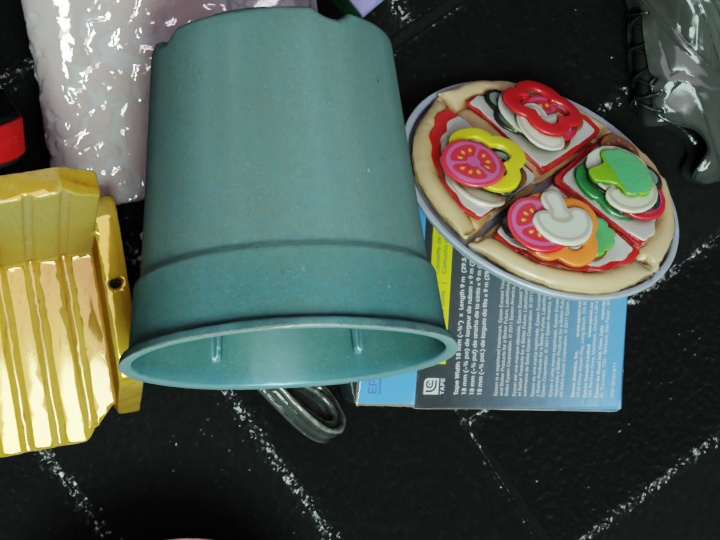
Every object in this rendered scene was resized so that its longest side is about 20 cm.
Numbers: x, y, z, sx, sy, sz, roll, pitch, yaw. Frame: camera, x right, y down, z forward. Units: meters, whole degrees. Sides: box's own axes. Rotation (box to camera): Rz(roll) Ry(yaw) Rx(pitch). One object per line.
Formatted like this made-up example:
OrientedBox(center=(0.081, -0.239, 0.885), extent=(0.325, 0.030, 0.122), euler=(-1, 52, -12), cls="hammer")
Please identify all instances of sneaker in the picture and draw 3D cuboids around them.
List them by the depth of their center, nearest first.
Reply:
OrientedBox(center=(0.221, -0.149, 1.175), extent=(0.091, 0.076, 0.200), euler=(-34, 97, -2), cls="sneaker")

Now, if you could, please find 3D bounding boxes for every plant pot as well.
OrientedBox(center=(-0.048, -0.041, 1.003), extent=(0.200, 0.200, 0.197), euler=(-1, 78, -13), cls="plant pot")

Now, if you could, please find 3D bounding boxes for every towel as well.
OrientedBox(center=(-0.118, -0.146, 1.085), extent=(0.191, 0.032, 0.200), euler=(-11, 113, -13), cls="towel")

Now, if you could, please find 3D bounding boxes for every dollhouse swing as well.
OrientedBox(center=(-0.235, 0.037, 1.023), extent=(0.199, 0.176, 0.182), euler=(-10, 95, -13), cls="dollhouse swing")

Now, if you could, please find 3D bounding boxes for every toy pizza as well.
OrientedBox(center=(0.124, -0.062, 1.111), extent=(0.200, 0.032, 0.200), euler=(13, 45, -13), cls="toy pizza")

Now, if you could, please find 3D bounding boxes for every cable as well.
OrientedBox(center=(-0.077, 0.041, 1.103), extent=(0.200, 0.097, 0.050), euler=(44, 109, -9), cls="cable")

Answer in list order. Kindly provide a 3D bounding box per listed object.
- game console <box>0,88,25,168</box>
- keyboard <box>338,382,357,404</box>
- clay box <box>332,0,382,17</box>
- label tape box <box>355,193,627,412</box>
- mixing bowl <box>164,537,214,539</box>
OrientedBox(center=(-0.291, -0.071, 0.992), extent=(0.176, 0.200, 0.031), euler=(-12, 104, -13), cls="game console")
OrientedBox(center=(0.000, 0.000, 1.125), extent=(0.104, 0.040, 0.201), euler=(-17, 105, -19), cls="keyboard")
OrientedBox(center=(0.035, -0.277, 1.135), extent=(0.200, 0.048, 0.115), euler=(-42, 101, -7), cls="clay box")
OrientedBox(center=(0.082, 0.020, 1.140), extent=(0.199, 0.063, 0.145), euler=(3, 92, -22), cls="label tape box")
OrientedBox(center=(-0.123, 0.264, 1.094), extent=(0.200, 0.108, 0.201), euler=(0, 92, -13), cls="mixing bowl")
